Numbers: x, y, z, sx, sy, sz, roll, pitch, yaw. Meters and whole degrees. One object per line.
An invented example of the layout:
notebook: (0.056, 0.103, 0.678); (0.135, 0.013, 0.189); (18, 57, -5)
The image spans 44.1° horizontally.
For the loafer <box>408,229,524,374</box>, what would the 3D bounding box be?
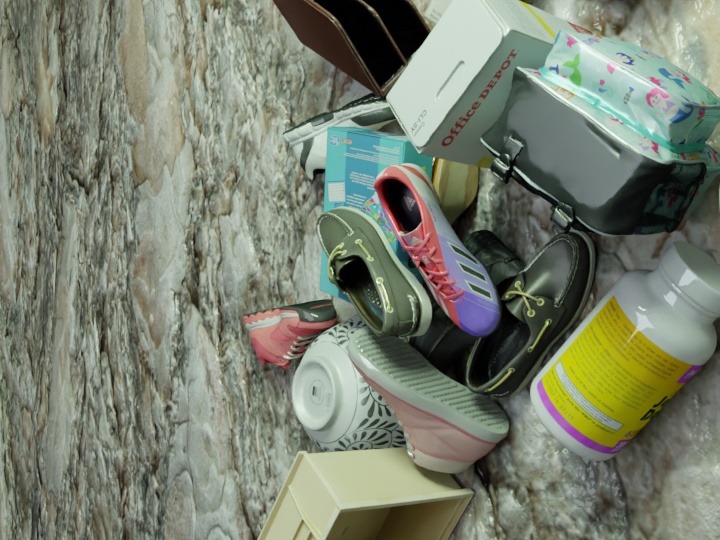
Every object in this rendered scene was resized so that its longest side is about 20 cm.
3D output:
loafer: (0.113, 0.058, 0.990); (0.072, 0.072, 0.202); (41, 118, 37)

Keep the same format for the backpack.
backpack: (0.226, -0.115, 0.778); (0.177, 0.199, 0.152); (43, 114, 31)

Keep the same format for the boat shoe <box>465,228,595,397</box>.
boat shoe: (0.175, 0.048, 0.924); (0.072, 0.060, 0.203); (42, 118, 38)

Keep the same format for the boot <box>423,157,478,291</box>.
boot: (0.064, -0.075, 1.057); (0.143, 0.070, 0.205); (12, 100, 48)

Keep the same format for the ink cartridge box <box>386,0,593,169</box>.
ink cartridge box: (0.146, -0.180, 0.873); (0.146, 0.198, 0.084); (-52, 51, 31)

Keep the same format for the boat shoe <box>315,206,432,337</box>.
boat shoe: (0.001, -0.002, 0.975); (0.202, 0.060, 0.073); (51, 133, 37)

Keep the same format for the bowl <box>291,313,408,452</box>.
bowl: (-0.026, 0.155, 1.122); (0.199, 0.093, 0.205); (-5, 84, 49)

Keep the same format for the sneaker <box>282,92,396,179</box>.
sneaker: (-0.012, -0.179, 1.167); (0.198, 0.074, 0.081); (-14, 105, 42)

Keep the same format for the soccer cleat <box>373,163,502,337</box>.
soccer cleat: (0.075, -0.018, 0.911); (0.068, 0.073, 0.202); (-32, 83, 26)

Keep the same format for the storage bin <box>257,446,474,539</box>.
storage bin: (-0.007, 0.303, 1.007); (0.094, 0.198, 0.201); (45, 119, 42)

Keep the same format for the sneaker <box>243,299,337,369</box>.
sneaker: (-0.090, 0.091, 1.232); (0.199, 0.073, 0.088); (-14, 86, 55)

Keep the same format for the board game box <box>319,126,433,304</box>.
board game box: (0.015, -0.059, 1.039); (0.150, 0.046, 0.204); (21, 112, 51)

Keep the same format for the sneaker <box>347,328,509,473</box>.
sneaker: (0.056, 0.154, 0.983); (0.198, 0.076, 0.105); (32, 124, -2)

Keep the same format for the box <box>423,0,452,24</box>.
box: (0.152, -0.347, 0.955); (0.082, 0.068, 0.202); (33, 119, 11)

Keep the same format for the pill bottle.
pill bottle: (0.249, 0.072, 0.806); (0.201, 0.103, 0.105); (-57, 49, 30)

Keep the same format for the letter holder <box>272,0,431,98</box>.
letter holder: (-0.024, -0.331, 1.104); (0.101, 0.142, 0.200); (-45, 48, -2)
